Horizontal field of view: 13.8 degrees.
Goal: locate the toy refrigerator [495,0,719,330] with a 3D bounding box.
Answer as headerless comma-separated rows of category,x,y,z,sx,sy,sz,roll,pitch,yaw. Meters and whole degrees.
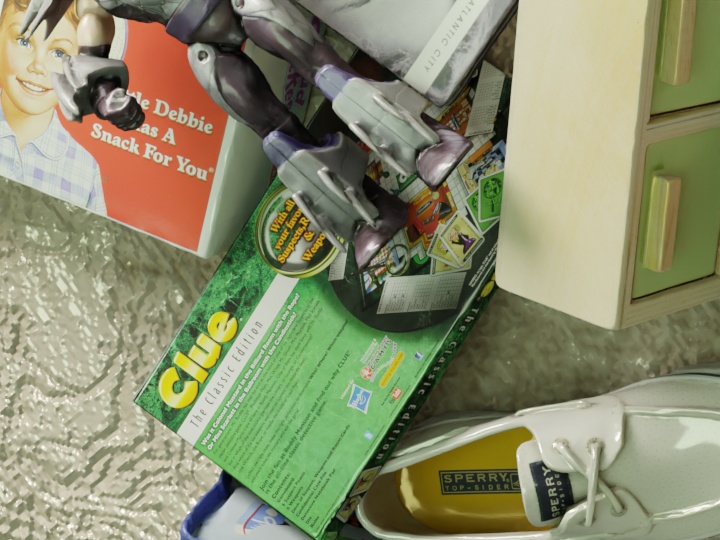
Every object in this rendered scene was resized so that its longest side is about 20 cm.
toy refrigerator,0.108,-0.085,1.125,0.070,0.076,0.200,22,115,40

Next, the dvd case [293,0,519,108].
dvd case,-0.002,-0.181,1.186,0.200,0.016,0.149,37,100,15

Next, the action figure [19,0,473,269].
action figure,-0.049,-0.092,1.153,0.200,0.069,0.130,41,114,0

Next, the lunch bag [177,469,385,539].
lunch bag,-0.004,0.198,1.247,0.200,0.124,0.170,26,114,3

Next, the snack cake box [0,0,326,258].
snack cake box,-0.121,-0.096,1.263,0.200,0.067,0.115,22,110,21

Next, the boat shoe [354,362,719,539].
boat shoe,0.088,0.082,1.194,0.200,0.070,0.071,-6,100,29

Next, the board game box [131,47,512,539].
board game box,0.000,0.000,1.211,0.105,0.023,0.200,36,99,19
